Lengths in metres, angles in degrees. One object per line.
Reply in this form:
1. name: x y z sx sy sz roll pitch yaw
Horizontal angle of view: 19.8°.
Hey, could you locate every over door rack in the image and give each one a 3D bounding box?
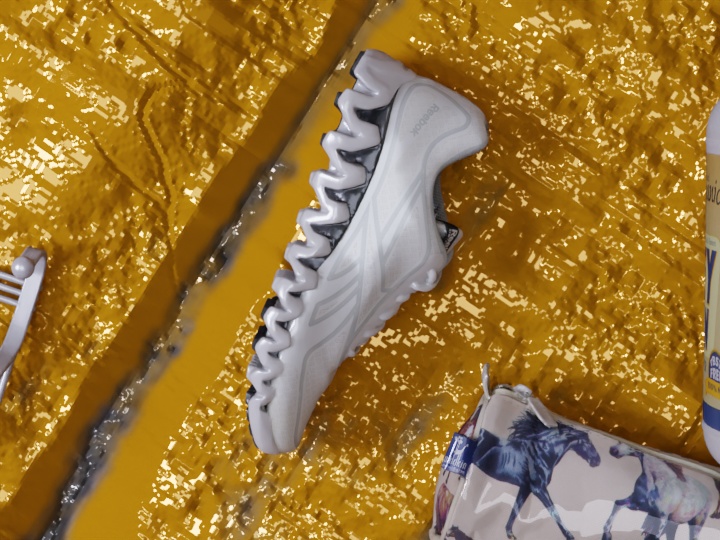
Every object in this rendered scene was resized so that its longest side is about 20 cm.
1. over door rack: -0.251 0.067 1.028 0.147 0.067 0.202 18 99 7

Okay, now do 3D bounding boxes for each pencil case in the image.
1. pencil case: 0.134 0.116 0.973 0.198 0.078 0.090 17 113 6

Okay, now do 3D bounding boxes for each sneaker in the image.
1. sneaker: 0.000 0.000 0.986 0.080 0.075 0.201 20 99 -4

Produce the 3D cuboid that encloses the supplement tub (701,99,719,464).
1. supplement tub: 0.224 -0.011 0.912 0.143 0.144 0.202 1 96 8
